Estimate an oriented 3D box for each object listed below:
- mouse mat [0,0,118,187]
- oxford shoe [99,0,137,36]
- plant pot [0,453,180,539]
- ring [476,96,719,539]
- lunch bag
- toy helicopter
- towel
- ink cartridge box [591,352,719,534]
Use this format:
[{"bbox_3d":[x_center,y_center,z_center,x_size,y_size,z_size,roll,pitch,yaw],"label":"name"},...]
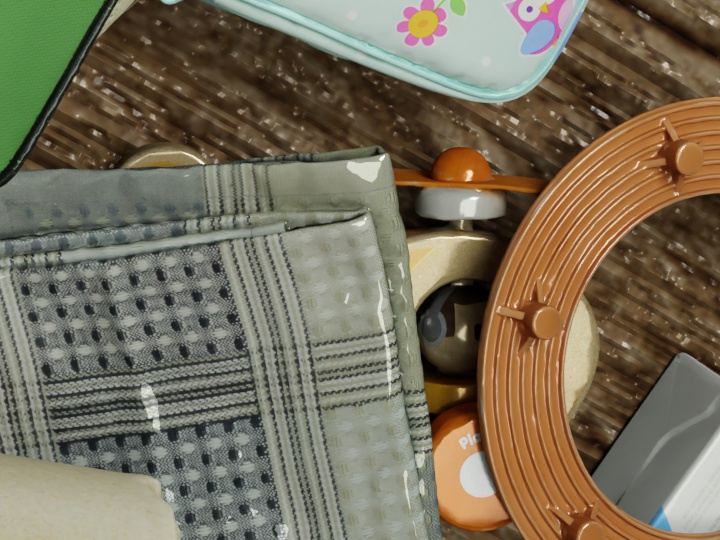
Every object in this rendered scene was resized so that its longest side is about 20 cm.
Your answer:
[{"bbox_3d":[-0.129,-0.129,0.901,0.008,0.200,0.161,26,97,-49],"label":"mouse mat"},{"bbox_3d":[-0.117,-0.089,0.924,0.071,0.074,0.200,37,125,-8],"label":"oxford shoe"},{"bbox_3d":[-0.158,0.133,0.942,0.183,0.200,0.201,2,104,-12],"label":"plant pot"},{"bbox_3d":[0.135,0.036,1.042,0.200,0.019,0.201,-4,99,-26],"label":"ring"},{"bbox_3d":[-0.002,-0.154,0.990,0.200,0.077,0.161,22,103,-19],"label":"lunch bag"},{"bbox_3d":[0.000,0.000,1.036,0.200,0.079,0.133,26,98,-14],"label":"toy helicopter"},{"bbox_3d":[-0.070,0.056,1.010,0.192,0.035,0.201,-5,107,12],"label":"towel"},{"bbox_3d":[0.180,0.139,1.131,0.200,0.068,0.115,36,91,-22],"label":"ink cartridge box"}]
